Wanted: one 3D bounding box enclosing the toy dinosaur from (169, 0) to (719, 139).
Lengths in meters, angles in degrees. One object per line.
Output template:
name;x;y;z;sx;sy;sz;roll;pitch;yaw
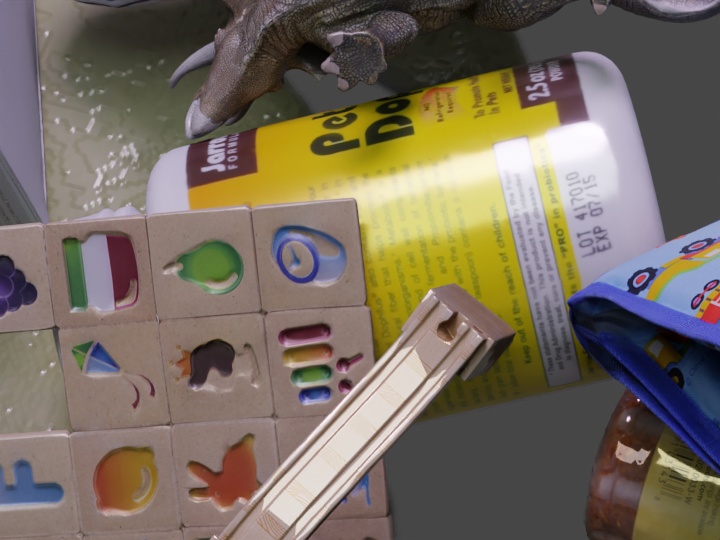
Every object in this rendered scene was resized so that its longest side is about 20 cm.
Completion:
toy dinosaur;0.028;-0.100;0.774;0.199;0.102;0.077;-17;103;-1

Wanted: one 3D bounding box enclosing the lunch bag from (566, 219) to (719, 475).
lunch bag;0.160;0.006;0.671;0.150;0.094;0.200;-26;29;-15

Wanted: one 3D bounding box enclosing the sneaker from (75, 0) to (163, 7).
sneaker;-0.052;-0.148;0.821;0.199;0.079;0.079;-18;80;31

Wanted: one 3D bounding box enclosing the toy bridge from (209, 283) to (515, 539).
toy bridge;-0.031;0.089;0.713;0.027;0.067;0.200;41;103;10

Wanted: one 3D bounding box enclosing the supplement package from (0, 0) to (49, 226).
supplement package;-0.190;-0.121;0.871;0.110;0.156;0.201;-11;60;5

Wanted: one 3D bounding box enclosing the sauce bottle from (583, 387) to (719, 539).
sauce bottle;0.171;0.089;0.740;0.199;0.066;0.066;19;67;21

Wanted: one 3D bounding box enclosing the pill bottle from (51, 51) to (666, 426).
pill bottle;0.000;0.000;0.796;0.199;0.109;0.110;-13;61;4

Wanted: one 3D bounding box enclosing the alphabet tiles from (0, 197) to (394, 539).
alphabet tiles;-0.072;0.082;0.757;0.166;0.008;0.201;-4;100;9
